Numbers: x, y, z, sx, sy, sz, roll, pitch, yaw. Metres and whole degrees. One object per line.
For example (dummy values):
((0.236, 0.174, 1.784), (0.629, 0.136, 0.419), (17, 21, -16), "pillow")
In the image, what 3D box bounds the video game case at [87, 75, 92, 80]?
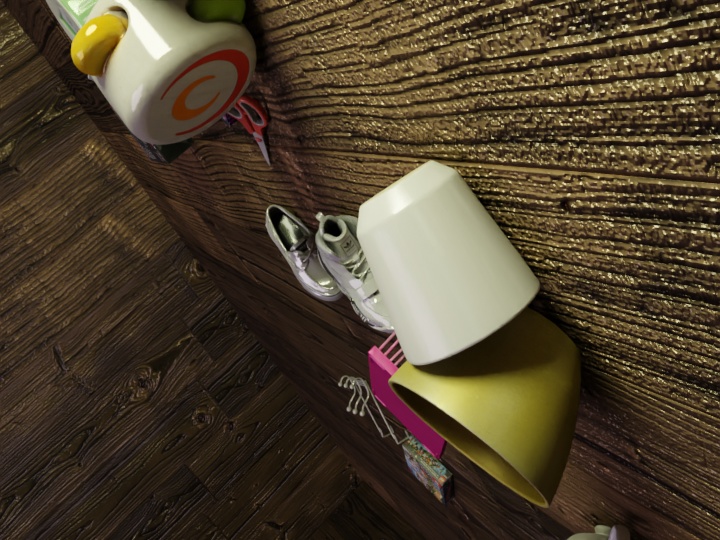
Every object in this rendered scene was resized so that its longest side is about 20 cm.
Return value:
((-0.343, -0.301, 1.193), (0.196, 0.023, 0.182), (18, 178, -23), "video game case")

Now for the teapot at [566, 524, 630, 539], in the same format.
((0.331, 0.428, 1.001), (0.195, 0.150, 0.198), (29, 153, -29), "teapot")

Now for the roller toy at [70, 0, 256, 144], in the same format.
((-0.229, -0.256, 0.860), (0.141, 0.198, 0.183), (50, 167, 10), "roller toy")

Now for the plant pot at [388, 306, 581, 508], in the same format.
((0.146, 0.119, 0.749), (0.198, 0.143, 0.200), (37, 167, 9), "plant pot")

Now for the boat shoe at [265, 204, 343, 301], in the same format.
((-0.101, -0.031, 1.254), (0.200, 0.073, 0.066), (44, 168, 17), "boat shoe")

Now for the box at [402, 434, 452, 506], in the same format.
((0.169, 0.496, 1.795), (0.136, 0.038, 0.202), (42, 163, 28), "box")

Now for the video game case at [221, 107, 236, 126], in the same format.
((-0.251, -0.328, 1.049), (0.200, 0.036, 0.182), (47, 164, 12), "video game case")

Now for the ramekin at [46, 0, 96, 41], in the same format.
((-0.452, -0.435, 1.248), (0.200, 0.097, 0.201), (45, 164, 16), "ramekin")

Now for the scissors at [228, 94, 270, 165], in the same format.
((-0.149, -0.202, 1.087), (0.071, 0.014, 0.200), (11, 160, 22), "scissors")

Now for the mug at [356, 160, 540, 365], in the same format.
((0.064, -0.013, 0.714), (0.155, 0.148, 0.186), (58, 157, -6), "mug")

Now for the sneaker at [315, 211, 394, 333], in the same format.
((0.000, 0.000, 1.036), (0.200, 0.075, 0.116), (46, 168, 25), "sneaker")

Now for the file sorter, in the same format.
((0.102, 0.147, 0.999), (0.139, 0.125, 0.201), (42, 164, 18), "file sorter")

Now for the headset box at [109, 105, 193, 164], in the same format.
((-0.458, -0.318, 1.585), (0.150, 0.077, 0.199), (57, 162, -26), "headset box")

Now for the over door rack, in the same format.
((0.022, 0.357, 1.830), (0.201, 0.066, 0.147), (51, 165, -5), "over door rack")
